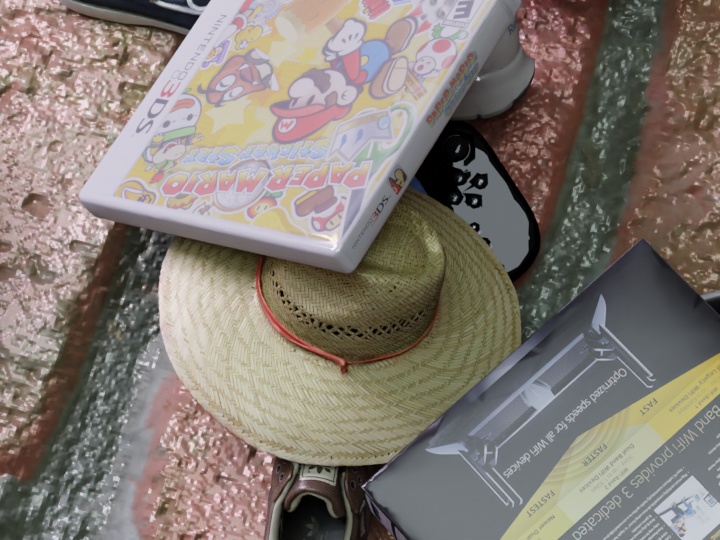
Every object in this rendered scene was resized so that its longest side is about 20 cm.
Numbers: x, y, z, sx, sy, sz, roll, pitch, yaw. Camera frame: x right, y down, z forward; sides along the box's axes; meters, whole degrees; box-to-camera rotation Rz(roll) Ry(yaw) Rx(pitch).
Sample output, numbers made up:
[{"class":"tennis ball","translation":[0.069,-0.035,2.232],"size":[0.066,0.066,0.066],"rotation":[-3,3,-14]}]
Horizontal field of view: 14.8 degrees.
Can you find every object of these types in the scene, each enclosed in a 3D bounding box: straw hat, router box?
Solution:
[{"class":"straw hat","translation":[-0.003,0.002,1.464],"size":[0.201,0.085,0.201],"rotation":[5,61,-9]},{"class":"router box","translation":[0.126,0.107,1.417],"size":[0.200,0.052,0.157],"rotation":[-40,73,-8]}]

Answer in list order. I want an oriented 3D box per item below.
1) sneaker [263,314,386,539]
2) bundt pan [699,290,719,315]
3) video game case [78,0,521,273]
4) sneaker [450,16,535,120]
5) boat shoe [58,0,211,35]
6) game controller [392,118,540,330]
[{"class":"sneaker","translation":[-0.014,0.102,1.488],"size":[0.070,0.076,0.200],"rotation":[6,82,-2]},{"class":"bundt pan","translation":[0.162,0.114,1.479],"size":[0.202,0.076,0.202],"rotation":[-2,70,5]},{"class":"video game case","translation":[-0.035,-0.090,1.476],"size":[0.200,0.023,0.182],"rotation":[13,62,42]},{"class":"sneaker","translation":[-0.005,-0.130,1.562],"size":[0.200,0.087,0.075],"rotation":[-8,37,4]},{"class":"boat shoe","translation":[-0.090,-0.178,1.612],"size":[0.200,0.062,0.075],"rotation":[13,71,9]},{"class":"game controller","translation":[0.000,0.000,1.553],"size":[0.200,0.042,0.104],"rotation":[-32,71,-5]}]
